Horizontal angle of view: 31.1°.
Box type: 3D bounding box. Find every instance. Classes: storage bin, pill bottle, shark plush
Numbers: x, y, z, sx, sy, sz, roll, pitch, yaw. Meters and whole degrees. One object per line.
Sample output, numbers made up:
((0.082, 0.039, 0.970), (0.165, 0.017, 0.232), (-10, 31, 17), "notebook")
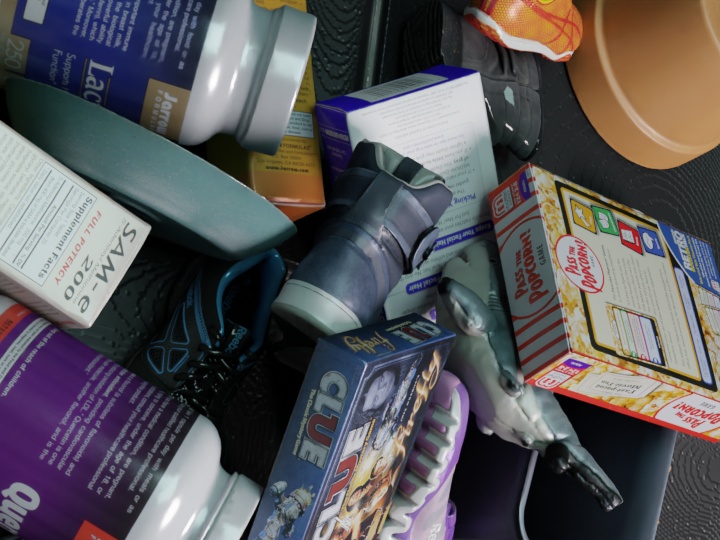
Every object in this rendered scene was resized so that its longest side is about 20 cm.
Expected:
((0.146, 0.142, 0.972), (0.145, 0.134, 0.202), (32, 62, -24), "storage bin")
((-0.135, -0.147, 0.825), (0.198, 0.116, 0.117), (16, 67, -7), "pill bottle")
((-0.160, 0.108, 0.746), (0.199, 0.113, 0.113), (31, 60, -2), "pill bottle")
((0.114, 0.066, 0.866), (0.083, 0.091, 0.200), (-22, 55, -31), "shark plush")

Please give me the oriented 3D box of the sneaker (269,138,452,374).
((0.002, 0.001, 0.861), (0.076, 0.203, 0.147), (26, 73, 4), "sneaker")

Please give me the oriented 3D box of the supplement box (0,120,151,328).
((-0.236, -0.048, 0.751), (0.199, 0.126, 0.074), (37, 72, -23), "supplement box")

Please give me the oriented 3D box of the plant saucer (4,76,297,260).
((-0.135, -0.053, 0.797), (0.199, 0.200, 0.036), (30, 82, -25), "plant saucer")

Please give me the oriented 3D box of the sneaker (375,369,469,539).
((0.033, 0.158, 0.894), (0.088, 0.080, 0.202), (2, 112, -47), "sneaker")

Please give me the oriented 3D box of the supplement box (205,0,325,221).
((-0.074, -0.137, 0.933), (0.068, 0.066, 0.202), (0, 78, -35), "supplement box")

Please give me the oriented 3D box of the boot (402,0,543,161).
((0.096, -0.112, 1.049), (0.131, 0.069, 0.202), (20, 71, -35), "boot")

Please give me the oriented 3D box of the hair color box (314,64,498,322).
((0.044, -0.036, 0.937), (0.108, 0.065, 0.202), (-19, 109, -20), "hair color box")

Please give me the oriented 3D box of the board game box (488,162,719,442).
((0.187, 0.025, 0.912), (0.199, 0.046, 0.153), (20, 49, -34), "board game box")

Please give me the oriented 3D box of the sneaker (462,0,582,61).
((0.153, -0.221, 1.074), (0.073, 0.077, 0.200), (39, 20, 13), "sneaker")

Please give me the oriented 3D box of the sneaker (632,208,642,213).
((0.200, 0.006, 1.092), (0.199, 0.072, 0.115), (-9, 79, -47), "sneaker")

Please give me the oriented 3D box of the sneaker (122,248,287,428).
((-0.111, 0.064, 0.843), (0.073, 0.082, 0.202), (32, 62, -24), "sneaker")

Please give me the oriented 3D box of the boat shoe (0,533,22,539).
((-0.140, 0.202, 0.797), (0.199, 0.063, 0.071), (19, 68, -30), "boat shoe")

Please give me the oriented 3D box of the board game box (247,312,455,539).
((-0.014, 0.130, 0.788), (0.135, 0.034, 0.202), (-11, 123, -64), "board game box")

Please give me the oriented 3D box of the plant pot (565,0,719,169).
((0.302, -0.209, 1.172), (0.198, 0.140, 0.202), (11, 71, -33), "plant pot")
